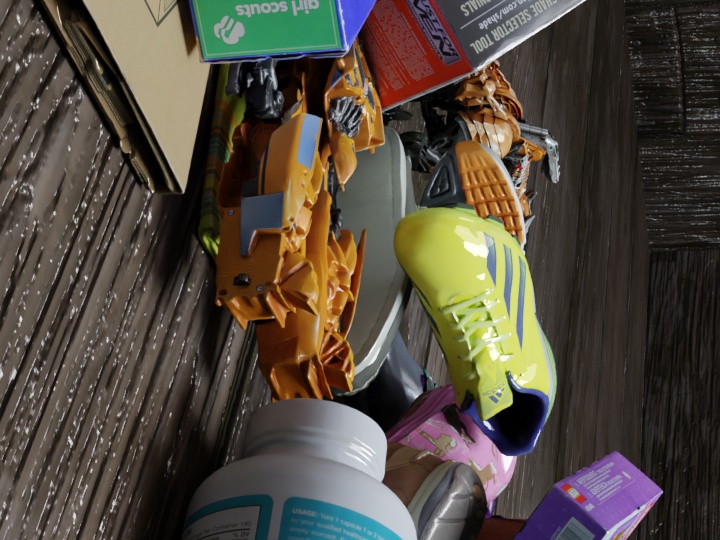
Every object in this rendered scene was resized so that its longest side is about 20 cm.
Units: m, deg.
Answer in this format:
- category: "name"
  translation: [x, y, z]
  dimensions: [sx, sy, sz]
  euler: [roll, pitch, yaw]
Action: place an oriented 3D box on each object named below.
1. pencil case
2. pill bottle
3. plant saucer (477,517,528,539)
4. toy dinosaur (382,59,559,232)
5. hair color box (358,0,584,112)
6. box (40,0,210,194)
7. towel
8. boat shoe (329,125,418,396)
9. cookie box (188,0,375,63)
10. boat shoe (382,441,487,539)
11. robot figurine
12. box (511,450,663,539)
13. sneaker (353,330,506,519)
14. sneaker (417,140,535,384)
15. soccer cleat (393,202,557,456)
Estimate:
- category: "pencil case"
  translation: [0.028, 0.131, 0.960]
  dimensions: [0.087, 0.083, 0.200]
  euler: [-53, 168, 25]
- category: "pill bottle"
  translation: [-0.033, 0.161, 0.719]
  dimensions: [0.111, 0.110, 0.201]
  euler: [69, 24, -51]
- category: "plant saucer"
  translation: [0.045, 0.223, 0.983]
  dimensions: [0.200, 0.037, 0.200]
  euler: [-51, 164, 2]
- category: "toy dinosaur"
  translation: [0.064, -0.098, 1.078]
  dimensions: [0.102, 0.134, 0.202]
  euler: [-64, 149, -59]
- category: "hair color box"
  translation: [0.044, -0.138, 0.864]
  dimensions: [0.062, 0.101, 0.200]
  euler: [59, -19, -8]
- category: "box"
  translation: [-0.093, -0.162, 0.700]
  dimensions: [0.164, 0.021, 0.202]
  euler: [68, 26, -55]
- category: "towel"
  translation: [-0.055, -0.089, 0.850]
  dimensions: [0.086, 0.018, 0.202]
  euler: [63, 28, -60]
- category: "boat shoe"
  translation: [0.003, 0.000, 0.957]
  dimensions: [0.203, 0.071, 0.061]
  euler: [-83, 159, -44]
- category: "cookie box"
  translation: [-0.036, -0.220, 0.733]
  dimensions: [0.172, 0.074, 0.202]
  euler: [-67, 152, -58]
- category: "boat shoe"
  translation: [-0.012, 0.177, 0.820]
  dimensions: [0.201, 0.071, 0.076]
  euler: [-56, 150, -13]
- category: "robot figurine"
  translation: [-0.027, -0.044, 0.806]
  dimensions: [0.145, 0.058, 0.202]
  euler: [67, 25, -54]
- category: "box"
  translation: [0.079, 0.194, 0.876]
  dimensions: [0.201, 0.039, 0.137]
  euler: [-55, 163, 14]
- category: "sneaker"
  translation: [0.050, 0.103, 1.096]
  dimensions: [0.075, 0.087, 0.201]
  euler: [-76, 159, -46]
- category: "sneaker"
  translation: [0.080, -0.004, 1.078]
  dimensions: [0.092, 0.075, 0.202]
  euler: [-78, 162, -57]
- category: "soccer cleat"
  translation: [0.071, 0.037, 0.918]
  dimensions: [0.201, 0.064, 0.084]
  euler: [58, 30, -50]
